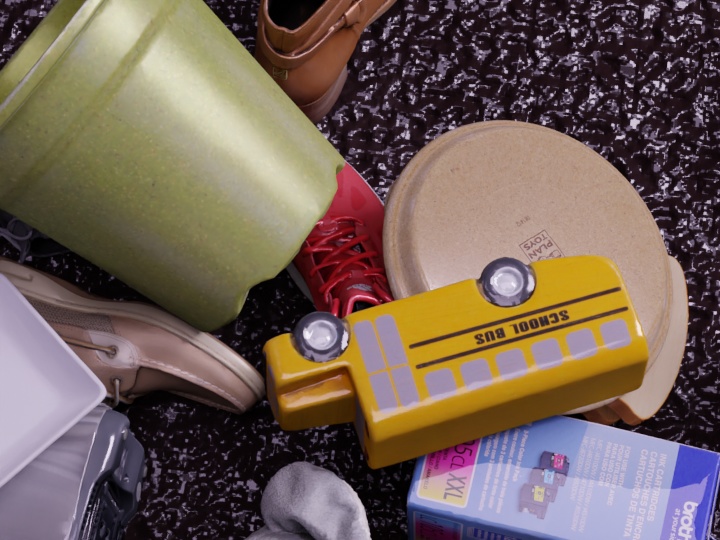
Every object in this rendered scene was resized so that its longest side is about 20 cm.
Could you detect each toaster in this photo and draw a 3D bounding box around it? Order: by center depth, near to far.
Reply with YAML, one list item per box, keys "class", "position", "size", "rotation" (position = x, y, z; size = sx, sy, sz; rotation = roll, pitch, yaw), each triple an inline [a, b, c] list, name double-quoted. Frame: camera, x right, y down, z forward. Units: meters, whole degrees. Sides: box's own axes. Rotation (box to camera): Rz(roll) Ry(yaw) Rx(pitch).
- class: "toaster"
  position: [-0.207, 0.166, 1.532]
  size: [0.128, 0.114, 0.202]
  rotation: [9, 72, 8]

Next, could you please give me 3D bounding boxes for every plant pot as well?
- class: "plant pot"
  position: [-0.116, -0.070, 1.522]
  size: [0.184, 0.200, 0.201]
  rotation: [40, 77, -13]

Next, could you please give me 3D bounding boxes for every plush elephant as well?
- class: "plush elephant"
  position: [-0.022, 0.199, 1.465]
  size: [0.155, 0.200, 0.165]
  rotation: [42, 85, -1]

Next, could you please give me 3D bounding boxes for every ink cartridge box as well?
- class: "ink cartridge box"
  position: [0.129, 0.137, 1.517]
  size: [0.198, 0.137, 0.077]
  rotation: [12, 74, 5]

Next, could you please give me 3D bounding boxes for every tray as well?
- class: "tray"
  position: [-0.247, 0.100, 1.492]
  size: [0.200, 0.022, 0.107]
  rotation: [-40, 68, -11]

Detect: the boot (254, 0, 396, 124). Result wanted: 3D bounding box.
- class: "boot"
  position: [-0.018, -0.198, 1.615]
  size: [0.076, 0.155, 0.201]
  rotation: [23, 75, 9]

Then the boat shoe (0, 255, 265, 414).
- class: "boat shoe"
  position: [-0.152, 0.054, 1.587]
  size: [0.199, 0.071, 0.065]
  rotation: [19, 71, 17]

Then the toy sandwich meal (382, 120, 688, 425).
- class: "toy sandwich meal"
  position: [0.099, 0.006, 1.564]
  size: [0.204, 0.070, 0.207]
  rotation: [9, 63, -18]

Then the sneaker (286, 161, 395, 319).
- class: "sneaker"
  position: [0.000, 0.000, 1.574]
  size: [0.078, 0.116, 0.201]
  rotation: [-25, 74, -6]

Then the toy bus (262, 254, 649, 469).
- class: "toy bus"
  position: [0.050, 0.050, 1.446]
  size: [0.198, 0.065, 0.079]
  rotation: [-16, 68, -8]

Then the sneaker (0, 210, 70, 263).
- class: "sneaker"
  position: [-0.208, -0.048, 1.615]
  size: [0.198, 0.075, 0.083]
  rotation: [13, 72, 5]
